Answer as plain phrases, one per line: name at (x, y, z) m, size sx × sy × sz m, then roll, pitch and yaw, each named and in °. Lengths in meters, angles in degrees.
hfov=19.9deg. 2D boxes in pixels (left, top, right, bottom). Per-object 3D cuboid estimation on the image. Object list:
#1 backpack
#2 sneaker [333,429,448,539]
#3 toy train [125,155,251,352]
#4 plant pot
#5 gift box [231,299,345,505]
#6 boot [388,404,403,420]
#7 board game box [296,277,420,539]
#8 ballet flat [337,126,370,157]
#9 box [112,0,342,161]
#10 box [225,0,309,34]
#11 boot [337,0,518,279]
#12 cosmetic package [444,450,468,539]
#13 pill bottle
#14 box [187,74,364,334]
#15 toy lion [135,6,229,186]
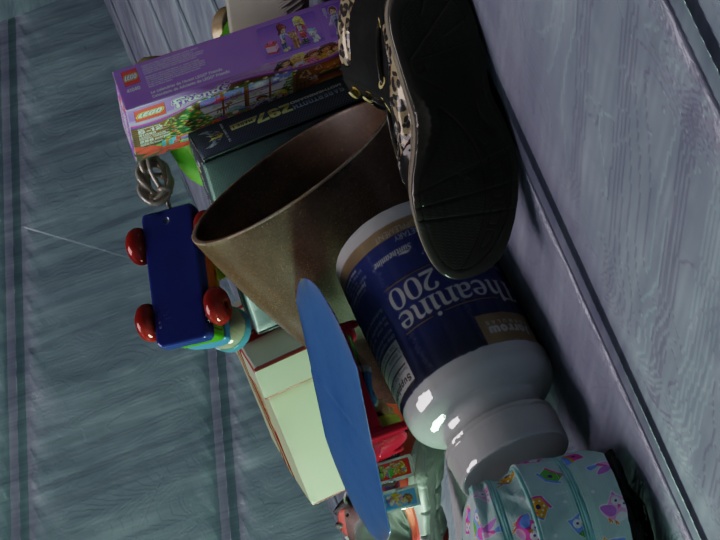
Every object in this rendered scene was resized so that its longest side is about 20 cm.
backpack at (0.132, 0.204, 1.371) m, size 0.200 × 0.127 × 0.167 m, roll 91°, pitch 160°, yaw -63°
sneaker at (0.022, 0.203, 1.609) m, size 0.077 × 0.082 × 0.200 m, roll -49°, pitch -37°, yaw -63°
toy train at (-0.150, -0.024, 1.836) m, size 0.116 × 0.085 × 0.200 m, roll 26°, pitch -127°, yaw -66°
plant pot at (0.000, 0.000, 1.614) m, size 0.200 × 0.187 × 0.187 m, roll 55°, pitch 176°, yaw -17°
gift box at (-0.039, 0.089, 2.007) m, size 0.200 × 0.185 × 0.187 m, roll 40°, pitch 154°, yaw 61°
boot at (0.061, 0.106, 1.819) m, size 0.200 × 0.075 × 0.107 m, roll -39°, pitch -30°, yaw -79°
board game box at (0.003, 0.096, 1.498) m, size 0.158 × 0.039 × 0.200 m, roll -133°, pitch 30°, yaw -65°
ballet flat at (0.022, -0.049, 1.718) m, size 0.067 × 0.046 × 0.200 m, roll -123°, pitch 14°, yaw -58°
box at (-0.104, -0.157, 1.713) m, size 0.137 × 0.200 × 0.039 m, roll 97°, pitch 153°, yaw -75°
box at (-0.077, -0.257, 1.679) m, size 0.200 × 0.068 × 0.082 m, roll 90°, pitch -179°, yaw -72°
boot at (0.040, -0.105, 1.350) m, size 0.151 × 0.073 × 0.200 m, roll -135°, pitch 28°, yaw -68°
cosmetic package at (0.119, 0.195, 1.630) m, size 0.200 × 0.074 × 0.102 m, roll 83°, pitch 164°, yaw -54°
pill bottle at (0.068, 0.055, 1.450) m, size 0.111 × 0.111 × 0.200 m, roll 82°, pitch 164°, yaw -60°
box at (-0.047, -0.057, 1.763) m, size 0.051 × 0.158 × 0.200 m, roll -121°, pitch 13°, yaw -51°
toy lion at (-0.102, -0.138, 1.883) m, size 0.069 × 0.200 × 0.192 m, roll -3°, pitch 115°, yaw 37°
